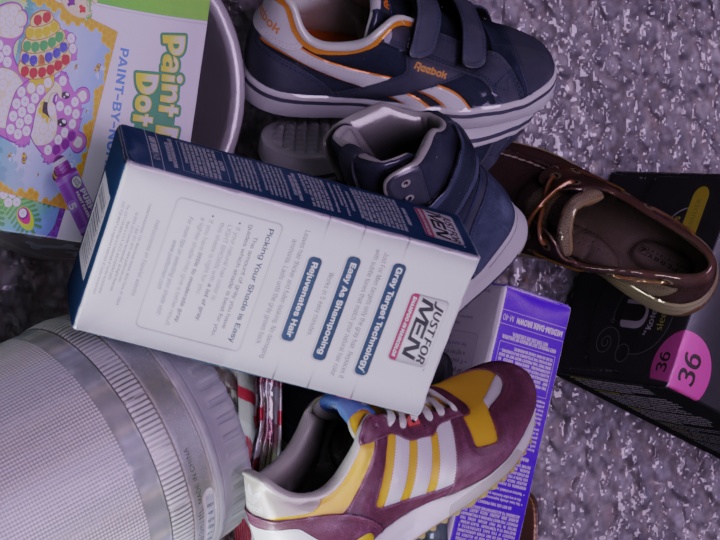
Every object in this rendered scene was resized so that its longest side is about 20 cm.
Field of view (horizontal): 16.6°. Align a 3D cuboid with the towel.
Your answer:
[{"bbox_3d":[-0.064,0.123,1.444,0.023,0.144,0.202,0,94,-7],"label":"towel"}]

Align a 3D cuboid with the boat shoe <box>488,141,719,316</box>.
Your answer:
[{"bbox_3d":[0.133,-0.035,1.547,0.199,0.072,0.072,28,82,10],"label":"boat shoe"}]

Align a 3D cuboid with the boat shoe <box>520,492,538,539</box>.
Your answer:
[{"bbox_3d":[0.085,0.235,1.598,0.072,0.067,0.202,18,83,-36],"label":"boat shoe"}]

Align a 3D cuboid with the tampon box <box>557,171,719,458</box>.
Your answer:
[{"bbox_3d":[0.255,0.040,1.669,0.199,0.126,0.151,27,78,-34],"label":"tampon box"}]

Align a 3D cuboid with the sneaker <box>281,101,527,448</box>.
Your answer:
[{"bbox_3d":[-0.001,-0.001,1.404,0.203,0.077,0.146,-51,142,-13],"label":"sneaker"}]

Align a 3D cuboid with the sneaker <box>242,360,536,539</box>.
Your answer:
[{"bbox_3d":[0.020,0.095,1.375,0.200,0.075,0.091,-39,124,-30],"label":"sneaker"}]

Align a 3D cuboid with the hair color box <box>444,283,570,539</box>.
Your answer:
[{"bbox_3d":[0.055,0.108,1.540,0.065,0.109,0.201,19,83,-37],"label":"hair color box"}]

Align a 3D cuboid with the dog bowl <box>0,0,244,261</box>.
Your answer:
[{"bbox_3d":[-0.152,-0.103,1.404,0.199,0.059,0.202,-3,95,-35],"label":"dog bowl"}]

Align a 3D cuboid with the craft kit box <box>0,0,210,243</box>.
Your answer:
[{"bbox_3d":[-0.177,-0.117,1.324,0.197,0.048,0.202,8,89,-39],"label":"craft kit box"}]

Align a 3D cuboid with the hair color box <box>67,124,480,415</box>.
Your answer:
[{"bbox_3d":[-0.048,0.000,1.319,0.199,0.061,0.101,15,110,-16],"label":"hair color box"}]

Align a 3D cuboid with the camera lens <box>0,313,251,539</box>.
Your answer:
[{"bbox_3d":[-0.179,0.120,1.339,0.199,0.160,0.161,-26,109,-31],"label":"camera lens"}]

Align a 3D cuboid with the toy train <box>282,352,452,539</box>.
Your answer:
[{"bbox_3d":[0.003,0.134,1.476,0.085,0.114,0.201,23,57,-41],"label":"toy train"}]

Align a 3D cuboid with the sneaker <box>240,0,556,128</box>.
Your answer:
[{"bbox_3d":[0.031,-0.134,1.455,0.199,0.079,0.080,-2,132,-21],"label":"sneaker"}]

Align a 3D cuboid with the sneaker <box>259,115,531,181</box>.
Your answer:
[{"bbox_3d":[0.020,-0.066,1.511,0.199,0.078,0.080,-17,125,-33],"label":"sneaker"}]
